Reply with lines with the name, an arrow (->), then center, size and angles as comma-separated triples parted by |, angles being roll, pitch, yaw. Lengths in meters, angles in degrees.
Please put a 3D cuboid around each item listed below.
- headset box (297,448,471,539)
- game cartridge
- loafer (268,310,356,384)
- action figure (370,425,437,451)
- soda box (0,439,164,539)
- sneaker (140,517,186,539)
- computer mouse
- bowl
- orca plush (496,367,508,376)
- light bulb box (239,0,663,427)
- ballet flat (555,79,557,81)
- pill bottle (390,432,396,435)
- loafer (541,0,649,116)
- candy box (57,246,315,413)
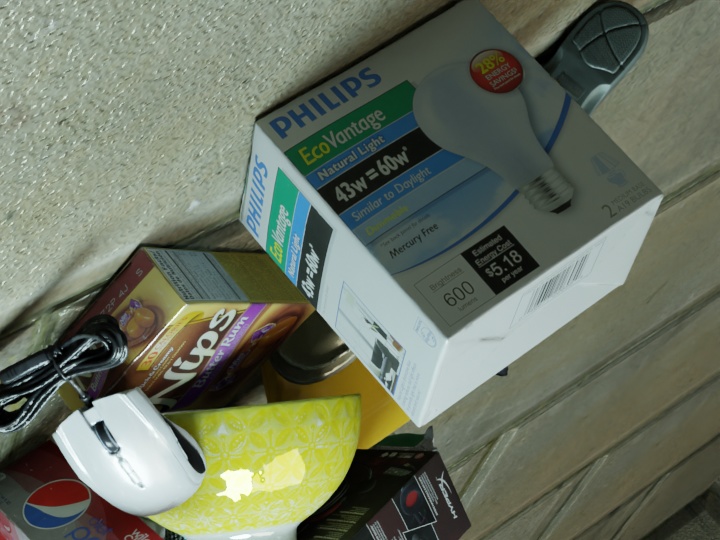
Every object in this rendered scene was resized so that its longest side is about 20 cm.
headset box -> -0.034, 0.223, 1.559 | 0.148, 0.075, 0.200 | -4, -152, 46
game cartridge -> 0.005, 0.068, 1.675 | 0.199, 0.032, 0.177 | -31, 135, -25
loafer -> 0.000, 0.000, 1.549 | 0.200, 0.076, 0.068 | -49, 162, -9
action figure -> -0.030, 0.175, 1.793 | 0.198, 0.055, 0.118 | -6, -159, -3
soda box -> -0.185, 0.200, 1.404 | 0.070, 0.200, 0.064 | -32, 131, -24
sneaker -> -0.136, 0.240, 1.652 | 0.078, 0.090, 0.202 | -59, 157, -63
computer mouse -> -0.158, 0.111, 1.325 | 0.109, 0.044, 0.200 | -30, 137, 8
bowl -> -0.091, 0.154, 1.492 | 0.198, 0.109, 0.200 | -7, 177, 0
orca plush -> 0.124, -0.010, 1.706 | 0.104, 0.202, 0.071 | 10, 169, -18
light bulb box -> 0.056, -0.043, 1.350 | 0.198, 0.200, 0.125 | -33, 159, -25
ballet flat -> 0.060, -0.083, 1.488 | 0.199, 0.071, 0.071 | -32, 160, -13
pill bottle -> -0.024, 0.230, 1.868 | 0.113, 0.112, 0.200 | -53, 180, 32
loafer -> 0.147, -0.124, 1.572 | 0.200, 0.072, 0.063 | -42, 168, -6
candy box -> -0.123, 0.044, 1.414 | 0.117, 0.057, 0.200 | -46, 160, 18
